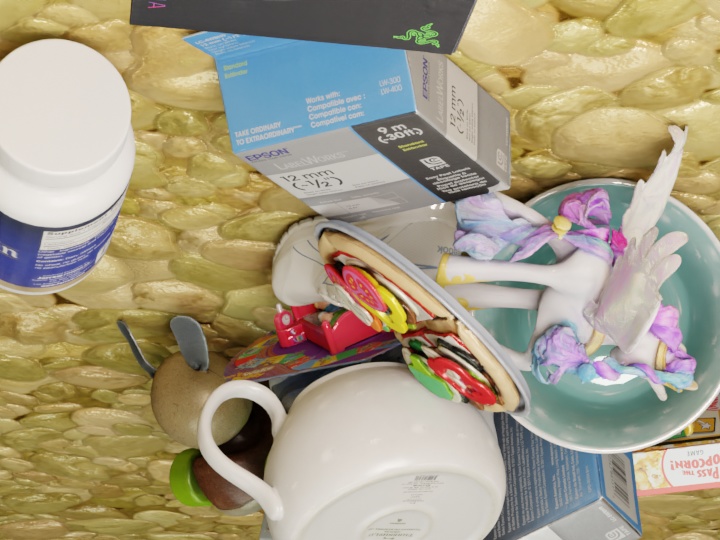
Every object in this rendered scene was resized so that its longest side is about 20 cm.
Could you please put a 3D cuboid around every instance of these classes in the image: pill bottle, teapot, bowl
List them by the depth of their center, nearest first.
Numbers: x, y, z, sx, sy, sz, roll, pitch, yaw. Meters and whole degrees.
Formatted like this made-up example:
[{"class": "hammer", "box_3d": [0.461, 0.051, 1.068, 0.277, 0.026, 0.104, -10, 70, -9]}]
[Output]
[{"class": "pill bottle", "box_3d": [-0.213, -0.069, 1.404, 0.115, 0.117, 0.200, 6, 157, -12]}, {"class": "bowl", "box_3d": [0.184, 0.035, 1.570, 0.199, 0.203, 0.105, -1, 177, 7]}, {"class": "teapot", "box_3d": [0.006, 0.137, 1.579, 0.196, 0.147, 0.200, -27, 143, 12]}]

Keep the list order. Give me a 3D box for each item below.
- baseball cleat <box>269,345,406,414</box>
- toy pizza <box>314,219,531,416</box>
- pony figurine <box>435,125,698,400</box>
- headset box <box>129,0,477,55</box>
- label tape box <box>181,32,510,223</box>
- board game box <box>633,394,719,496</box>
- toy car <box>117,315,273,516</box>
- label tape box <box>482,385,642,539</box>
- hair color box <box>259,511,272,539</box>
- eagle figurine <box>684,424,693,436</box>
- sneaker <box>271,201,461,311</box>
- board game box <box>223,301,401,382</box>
[{"class": "baseball cleat", "box_3d": [0.026, 0.085, 1.717, 0.198, 0.107, 0.070, -20, 135, -3]}, {"class": "toy pizza", "box_3d": [0.038, 0.041, 1.462, 0.200, 0.032, 0.200, 40, 169, 9]}, {"class": "pony figurine", "box_3d": [0.156, 0.003, 1.451, 0.198, 0.167, 0.194, 15, 132, 6]}, {"class": "headset box", "box_3d": [-0.017, -0.197, 1.095, 0.198, 0.094, 0.174, 5, 159, -8]}, {"class": "label tape box", "box_3d": [-0.007, -0.102, 1.371, 0.142, 0.067, 0.200, -10, 157, 29]}, {"class": "board game box", "box_3d": [0.247, 0.141, 1.838, 0.198, 0.152, 0.047, -8, 115, 10]}, {"class": "toy car", "box_3d": [-0.128, 0.105, 1.860, 0.163, 0.158, 0.200, -9, 131, 45]}, {"class": "label tape box", "box_3d": [0.120, 0.178, 1.654, 0.199, 0.145, 0.063, -30, 128, 27]}, {"class": "hair color box", "box_3d": [-0.016, 0.145, 1.801, 0.099, 0.202, 0.060, 21, 165, -40]}, {"class": "eagle figurine", "box_3d": [0.252, 0.064, 1.731, 0.200, 0.151, 0.152, -41, -174, 18]}, {"class": "sneaker", "box_3d": [0.000, 0.000, 1.599, 0.074, 0.088, 0.199, 18, 154, -38]}, {"class": "board game box", "box_3d": [-0.025, 0.036, 1.685, 0.199, 0.039, 0.158, -12, -165, 29]}]
